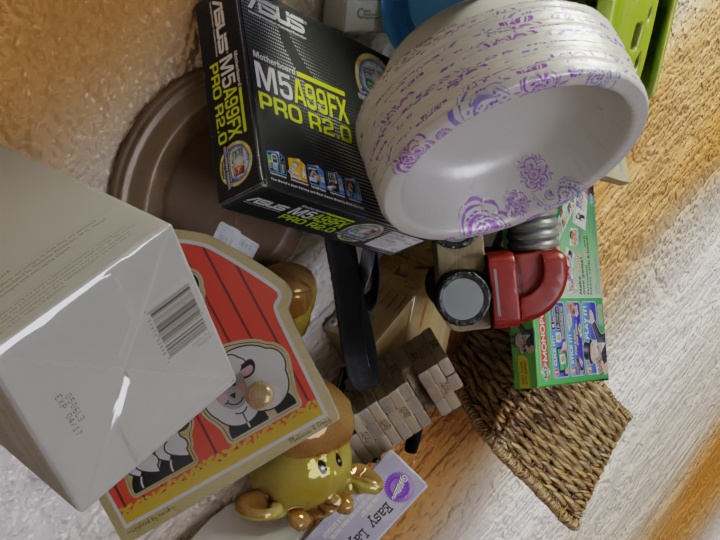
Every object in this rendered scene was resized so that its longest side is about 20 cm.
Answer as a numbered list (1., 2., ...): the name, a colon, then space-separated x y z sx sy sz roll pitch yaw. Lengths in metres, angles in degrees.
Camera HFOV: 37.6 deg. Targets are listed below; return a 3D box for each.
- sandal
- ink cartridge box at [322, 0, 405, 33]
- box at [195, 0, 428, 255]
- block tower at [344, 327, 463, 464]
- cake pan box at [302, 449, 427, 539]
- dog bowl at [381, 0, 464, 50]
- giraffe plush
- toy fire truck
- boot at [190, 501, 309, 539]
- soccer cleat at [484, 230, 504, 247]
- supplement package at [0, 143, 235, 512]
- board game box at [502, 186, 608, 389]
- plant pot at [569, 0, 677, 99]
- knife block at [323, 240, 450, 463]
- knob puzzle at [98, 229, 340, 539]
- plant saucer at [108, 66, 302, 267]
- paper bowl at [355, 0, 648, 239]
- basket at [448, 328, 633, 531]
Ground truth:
1. sandal: 0.000 0.001 0.869 0.076 0.043 0.201 60 18 -65
2. ink cartridge box: 0.023 -0.291 0.838 0.094 0.037 0.201 -11 118 -40
3. box: -0.031 -0.108 0.797 0.199 0.044 0.161 15 61 -50
4. block tower: -0.006 0.133 0.923 0.199 0.058 0.054 -31 119 2
5. cake pan box: -0.023 0.252 0.953 0.200 0.052 0.184 -46 172 -14
6. dog bowl: 0.083 -0.254 0.816 0.049 0.111 0.202 -13 118 -54
7. giraffe plush: -0.068 0.114 0.807 0.172 0.162 0.201 -28 137 -19
8. toy fire truck: 0.151 -0.050 0.918 0.198 0.129 0.178 -7 97 -1
9. boot: -0.128 0.277 0.929 0.199 0.073 0.091 -27 142 -37
10. soccer cleat: 0.125 -0.041 1.029 0.085 0.068 0.201 -27 111 -30
11. supplement package: -0.192 0.022 0.620 0.120 0.199 0.122 -40 133 -28
12. board game box: 0.189 0.009 1.022 0.134 0.029 0.202 2 83 -47
13. plant pot: 0.169 -0.244 0.910 0.181 0.198 0.201 -16 120 -49
14. knife block: 0.044 0.082 1.021 0.200 0.064 0.176 -50 138 -20
15. knob puzzle: -0.136 0.058 0.731 0.030 0.218 0.221 44 70 -85
16. plant saucer: -0.104 -0.058 0.817 0.199 0.029 0.201 -25 126 -40
17. paper bowl: 0.094 -0.115 0.754 0.199 0.105 0.201 -16 154 -8
18. basket: 0.169 0.156 1.128 0.200 0.142 0.150 45 69 -37
